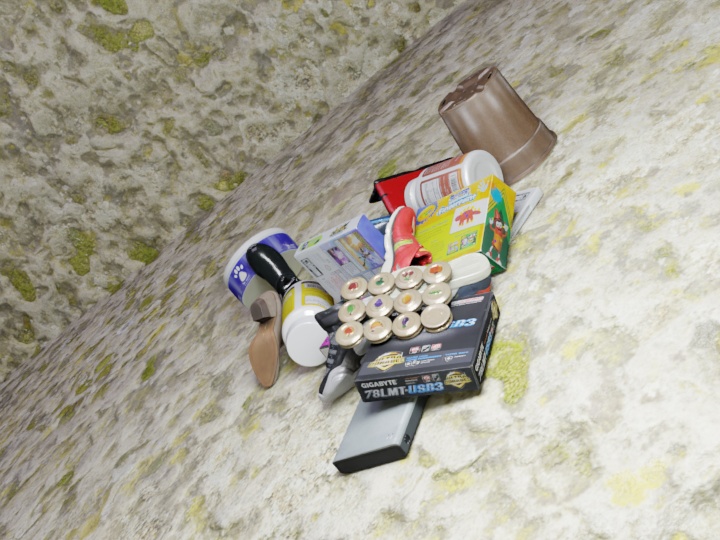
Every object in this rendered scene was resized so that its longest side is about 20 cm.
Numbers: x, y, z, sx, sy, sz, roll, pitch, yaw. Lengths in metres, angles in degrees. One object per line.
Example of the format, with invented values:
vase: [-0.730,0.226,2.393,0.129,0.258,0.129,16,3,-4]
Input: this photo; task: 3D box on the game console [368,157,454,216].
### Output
game console: [0.133,-0.167,1.969,0.198,0.120,0.173,-18,49,-10]

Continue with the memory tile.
memory tile: [0.054,0.054,1.428,0.197,0.017,0.155,-12,43,18]

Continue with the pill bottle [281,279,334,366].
pill bottle: [-0.105,0.107,1.787,0.114,0.115,0.200,-36,20,10]

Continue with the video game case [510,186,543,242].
video game case: [0.237,-0.079,1.691,0.199,0.023,0.183,-10,36,54]

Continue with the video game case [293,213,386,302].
video game case: [0.000,0.000,1.688,0.180,0.200,0.046,-21,32,42]

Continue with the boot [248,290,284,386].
boot: [-0.182,0.143,1.882,0.069,0.203,0.146,-8,-5,19]

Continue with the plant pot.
plant pot: [0.275,-0.302,1.836,0.199,0.199,0.201,-35,19,14]

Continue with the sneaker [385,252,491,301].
sneaker: [0.129,0.037,1.491,0.197,0.085,0.076,-11,42,8]

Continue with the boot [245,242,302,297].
boot: [-0.176,0.021,1.992,0.073,0.199,0.162,-43,13,-5]

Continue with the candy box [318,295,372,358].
candy box: [0.029,0.104,1.625,0.199,0.061,0.137,-18,29,47]

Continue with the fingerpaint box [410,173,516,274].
fingerpaint box: [0.182,-0.060,1.604,0.199,0.073,0.169,-24,44,46]

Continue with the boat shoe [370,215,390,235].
boat shoe: [0.019,-0.073,1.916,0.197,0.070,0.084,-17,7,1]

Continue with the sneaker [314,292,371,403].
sneaker: [-0.039,0.132,1.539,0.075,0.114,0.201,-10,-42,-51]

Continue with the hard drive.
hard drive: [0.044,0.223,1.386,0.139,0.033,0.201,-26,24,37]

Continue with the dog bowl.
dog bowl: [-0.237,-0.005,2.162,0.199,0.079,0.201,-38,-22,-18]

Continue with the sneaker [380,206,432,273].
sneaker: [0.092,-0.030,1.588,0.084,0.077,0.202,-12,54,28]

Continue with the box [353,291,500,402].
box: [0.109,0.119,1.381,0.198,0.050,0.199,-11,29,26]

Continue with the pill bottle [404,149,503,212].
pill bottle: [0.184,-0.166,1.772,0.199,0.112,0.113,-13,33,51]
